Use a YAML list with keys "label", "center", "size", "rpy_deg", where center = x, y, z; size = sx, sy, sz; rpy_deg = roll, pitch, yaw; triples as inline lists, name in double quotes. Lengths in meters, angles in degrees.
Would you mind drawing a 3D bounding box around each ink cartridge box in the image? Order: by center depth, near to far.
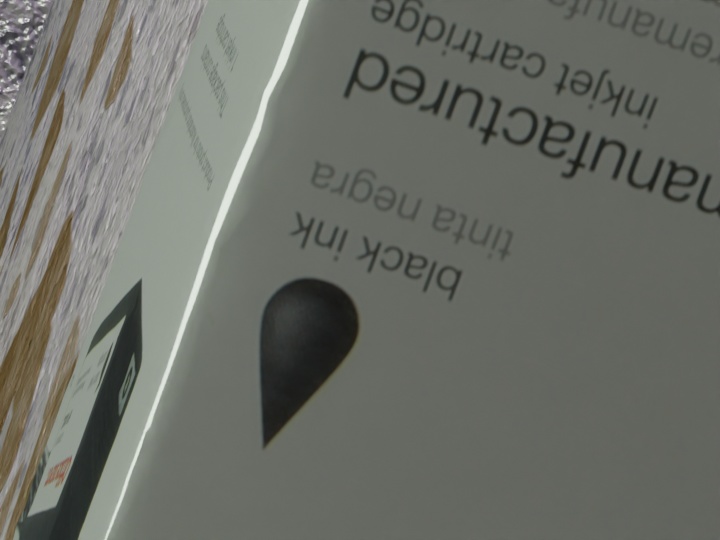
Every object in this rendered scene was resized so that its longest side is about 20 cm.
- label: "ink cartridge box"
  center: [0.029, 0.049, 0.404]
  size: [0.084, 0.145, 0.201]
  rpy_deg: [-117, 47, -74]
